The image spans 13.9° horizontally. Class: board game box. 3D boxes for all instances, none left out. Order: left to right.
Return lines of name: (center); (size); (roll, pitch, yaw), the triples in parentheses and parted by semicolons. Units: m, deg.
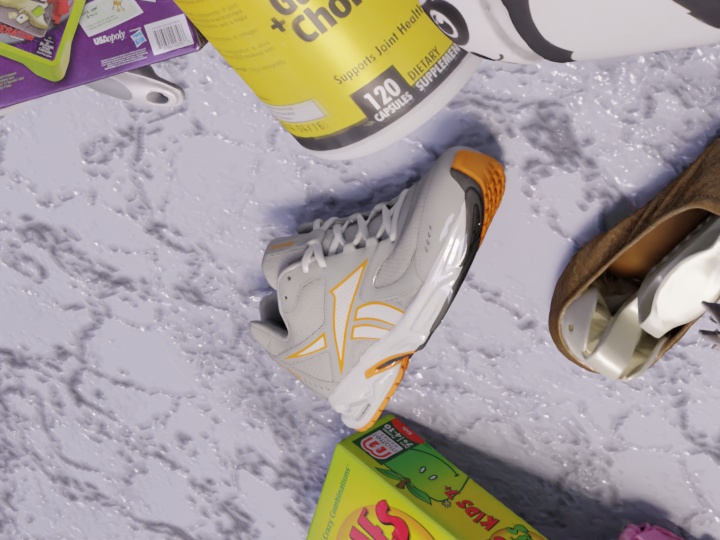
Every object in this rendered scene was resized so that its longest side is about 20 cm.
board game box: (-0.176, -0.134, 1.349); (0.199, 0.032, 0.121); (-14, 109, 20)
board game box: (0.061, 0.177, 1.537); (0.200, 0.047, 0.102); (37, 130, 25)

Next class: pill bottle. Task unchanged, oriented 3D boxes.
pill bottle: (-0.038, -0.151, 1.264); (0.112, 0.112, 0.200); (-19, 124, 38)

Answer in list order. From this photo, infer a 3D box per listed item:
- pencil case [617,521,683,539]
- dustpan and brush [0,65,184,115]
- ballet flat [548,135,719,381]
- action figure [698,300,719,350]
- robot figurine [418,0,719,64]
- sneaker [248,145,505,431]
pencil case: (0.112, 0.205, 1.592); (0.083, 0.087, 0.200); (36, 138, -17)
dustpan and brush: (-0.169, -0.116, 1.402); (0.199, 0.057, 0.140); (12, 138, 13)
ballet flat: (0.139, 0.009, 1.383); (0.068, 0.073, 0.200); (35, 138, -10)
action figure: (0.228, -0.009, 1.295); (0.200, 0.130, 0.070); (-36, 72, 39)
robot figurine: (0.111, -0.147, 1.190); (0.199, 0.125, 0.151); (-5, 124, 28)
sneaker: (0.000, 0.000, 1.441); (0.092, 0.076, 0.200); (30, 138, -1)
